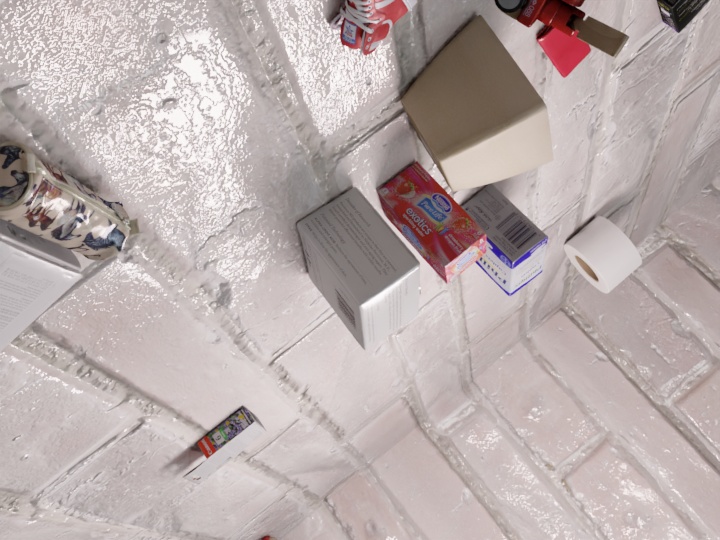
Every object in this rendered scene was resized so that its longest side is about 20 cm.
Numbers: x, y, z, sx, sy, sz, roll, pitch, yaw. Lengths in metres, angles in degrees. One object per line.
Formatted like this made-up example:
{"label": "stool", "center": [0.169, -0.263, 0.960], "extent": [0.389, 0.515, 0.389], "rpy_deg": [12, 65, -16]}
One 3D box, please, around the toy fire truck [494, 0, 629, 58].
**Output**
{"label": "toy fire truck", "center": [0.313, -0.410, 1.133], "extent": [0.177, 0.199, 0.129], "rpy_deg": [-60, 175, 37]}

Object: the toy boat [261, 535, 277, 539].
{"label": "toy boat", "center": [-0.350, 1.006, 2.742], "extent": [0.130, 0.131, 0.201], "rpy_deg": [3, 139, -17]}

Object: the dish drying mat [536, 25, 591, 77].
{"label": "dish drying mat", "center": [0.383, -0.424, 1.483], "extent": [0.077, 0.018, 0.200], "rpy_deg": [-47, 157, 15]}

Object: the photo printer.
{"label": "photo printer", "center": [-0.455, 0.030, 0.935], "extent": [0.200, 0.070, 0.166], "rpy_deg": [-42, 157, 4]}

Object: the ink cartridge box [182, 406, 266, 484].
{"label": "ink cartridge box", "center": [-0.318, 0.400, 1.805], "extent": [0.200, 0.050, 0.109], "rpy_deg": [-37, 156, -7]}

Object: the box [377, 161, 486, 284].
{"label": "box", "center": [0.131, -0.088, 1.452], "extent": [0.099, 0.200, 0.096], "rpy_deg": [-37, 158, -7]}

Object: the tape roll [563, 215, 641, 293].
{"label": "tape roll", "center": [0.750, -0.049, 2.451], "extent": [0.139, 0.203, 0.203], "rpy_deg": [-41, 156, 1]}

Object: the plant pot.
{"label": "plant pot", "center": [0.182, -0.247, 1.288], "extent": [0.176, 0.201, 0.200], "rpy_deg": [-31, 157, 5]}

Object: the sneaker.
{"label": "sneaker", "center": [-0.002, -0.340, 0.980], "extent": [0.113, 0.071, 0.200], "rpy_deg": [-49, 157, 10]}

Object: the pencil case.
{"label": "pencil case", "center": [-0.345, -0.075, 0.907], "extent": [0.089, 0.078, 0.200], "rpy_deg": [-23, 158, 10]}

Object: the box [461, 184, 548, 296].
{"label": "box", "center": [0.319, -0.065, 1.794], "extent": [0.105, 0.184, 0.200], "rpy_deg": [-38, 156, -8]}

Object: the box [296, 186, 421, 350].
{"label": "box", "center": [0.000, 0.000, 1.409], "extent": [0.130, 0.200, 0.199], "rpy_deg": [-32, 155, -14]}

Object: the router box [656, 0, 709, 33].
{"label": "router box", "center": [0.699, -0.599, 1.613], "extent": [0.200, 0.051, 0.149], "rpy_deg": [-48, 157, 15]}
